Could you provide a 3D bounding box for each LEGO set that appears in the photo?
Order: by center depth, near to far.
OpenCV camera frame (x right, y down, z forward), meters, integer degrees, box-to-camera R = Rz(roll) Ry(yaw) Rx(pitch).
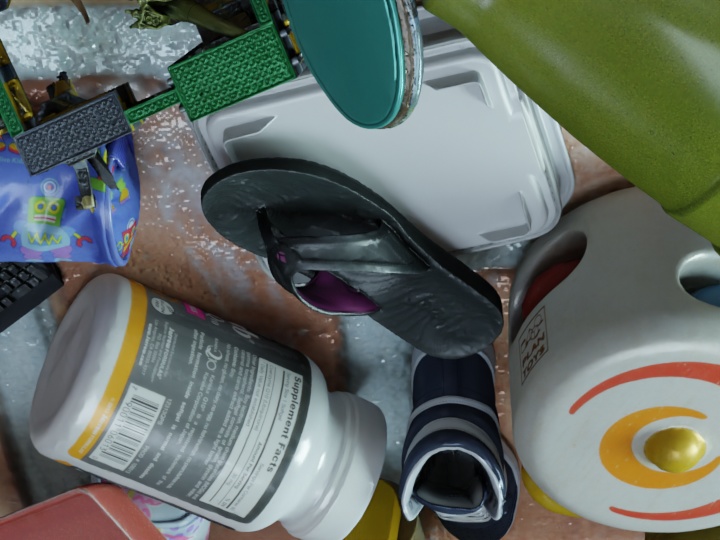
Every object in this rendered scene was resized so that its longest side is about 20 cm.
[{"bbox_3d":[-0.112,-0.133,0.951,0.199,0.116,0.155,-30,99,11],"label":"LEGO set"}]

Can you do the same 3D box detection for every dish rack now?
[{"bbox_3d":[0.011,-0.059,1.044,0.198,0.044,0.172,-12,133,13],"label":"dish rack"}]

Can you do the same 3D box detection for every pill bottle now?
[{"bbox_3d":[-0.091,0.090,1.146,0.198,0.117,0.116,24,131,-22],"label":"pill bottle"}]

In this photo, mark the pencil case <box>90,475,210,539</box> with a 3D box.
[{"bbox_3d":[-0.148,0.194,1.276,0.082,0.091,0.201,-13,142,-24],"label":"pencil case"}]

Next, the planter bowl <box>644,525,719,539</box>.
[{"bbox_3d":[0.245,0.153,1.197,0.198,0.084,0.201,-17,157,-7],"label":"planter bowl"}]

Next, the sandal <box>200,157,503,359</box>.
[{"bbox_3d":[0.001,0.000,1.039,0.199,0.048,0.075,29,129,-26],"label":"sandal"}]

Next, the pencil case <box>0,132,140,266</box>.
[{"bbox_3d":[-0.220,-0.049,1.038,0.197,0.079,0.087,4,134,-2],"label":"pencil case"}]

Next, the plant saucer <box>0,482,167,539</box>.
[{"bbox_3d":[-0.158,0.218,1.205,0.199,0.037,0.200,-24,112,46],"label":"plant saucer"}]

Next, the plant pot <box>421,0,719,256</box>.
[{"bbox_3d":[0.138,-0.136,0.874,0.191,0.201,0.201,27,131,-8],"label":"plant pot"}]

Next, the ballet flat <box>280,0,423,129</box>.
[{"bbox_3d":[-0.013,-0.165,0.872,0.073,0.074,0.202,-16,113,18],"label":"ballet flat"}]

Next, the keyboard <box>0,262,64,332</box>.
[{"bbox_3d":[-0.286,0.021,1.152,0.199,0.021,0.127,-34,125,29],"label":"keyboard"}]

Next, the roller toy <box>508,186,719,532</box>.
[{"bbox_3d":[0.173,0.057,1.086,0.198,0.141,0.183,-13,133,15],"label":"roller toy"}]

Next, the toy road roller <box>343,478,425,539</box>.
[{"bbox_3d":[0.040,0.240,1.221,0.144,0.202,0.123,-1,141,12],"label":"toy road roller"}]

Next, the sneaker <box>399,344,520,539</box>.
[{"bbox_3d":[0.063,0.138,1.192,0.069,0.109,0.201,-4,135,7],"label":"sneaker"}]
